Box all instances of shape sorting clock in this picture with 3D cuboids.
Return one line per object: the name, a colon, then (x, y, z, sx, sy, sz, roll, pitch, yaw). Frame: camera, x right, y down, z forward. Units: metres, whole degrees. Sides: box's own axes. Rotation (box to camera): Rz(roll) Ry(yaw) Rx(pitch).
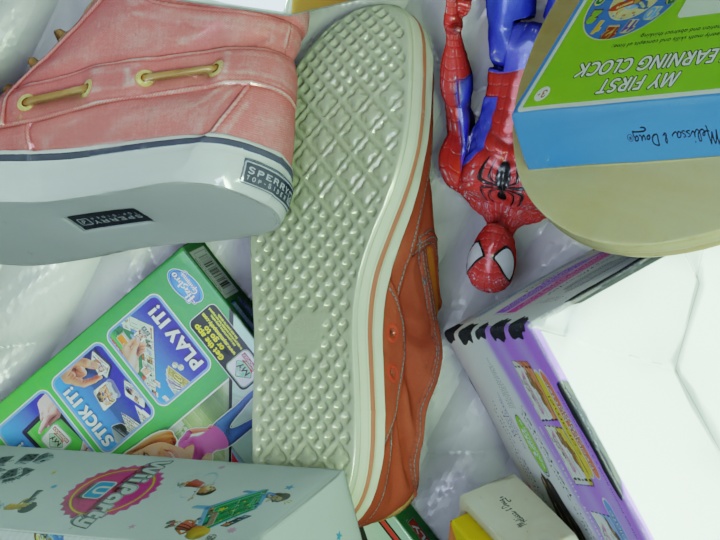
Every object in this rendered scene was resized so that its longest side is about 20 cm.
shape sorting clock: (0.131, -0.085, 0.847, 0.199, 0.201, 0.039, -33, 121, 17)

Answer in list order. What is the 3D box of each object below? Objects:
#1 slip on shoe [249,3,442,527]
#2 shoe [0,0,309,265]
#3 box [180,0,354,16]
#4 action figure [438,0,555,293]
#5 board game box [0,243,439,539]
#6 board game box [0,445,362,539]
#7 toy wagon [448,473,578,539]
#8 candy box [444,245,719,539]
slip on shoe: (0.000, 0.000, 1.008, 0.074, 0.061, 0.202, -2, 80, 35)
shoe: (-0.107, -0.059, 1.030, 0.199, 0.071, 0.092, -4, 66, 32)
box: (-0.036, -0.160, 0.922, 0.097, 0.200, 0.125, 9, 101, 12)
action figure: (0.064, -0.089, 0.990, 0.065, 0.052, 0.202, 11, 103, 8)
board game box: (-0.053, 0.107, 1.058, 0.134, 0.029, 0.200, -40, 88, 15)
board game box: (-0.084, 0.148, 1.005, 0.199, 0.064, 0.149, 1, 115, 37)
toy wagon: (0.084, 0.174, 0.956, 0.039, 0.155, 0.201, -21, 110, -10)
candy box: (0.109, 0.076, 0.920, 0.071, 0.200, 0.169, -29, 92, -6)
